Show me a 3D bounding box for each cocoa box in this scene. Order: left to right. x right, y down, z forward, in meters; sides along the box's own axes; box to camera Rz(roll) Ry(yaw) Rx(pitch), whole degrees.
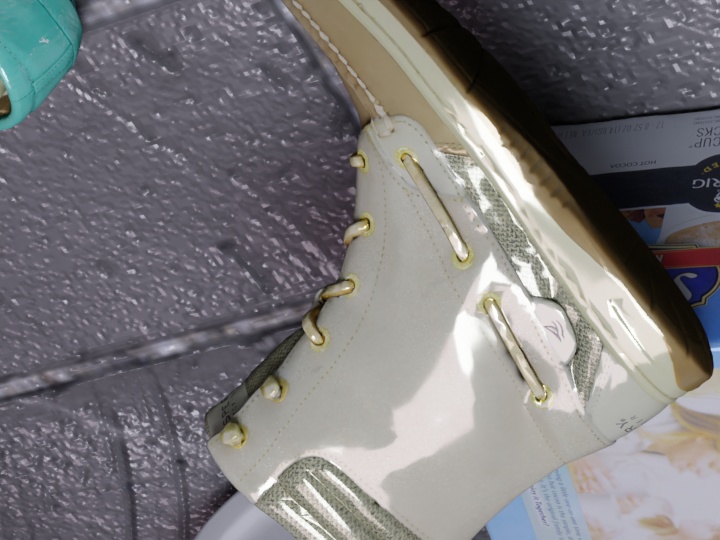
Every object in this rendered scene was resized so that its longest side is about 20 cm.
[{"bbox_3d":[0.121,0.057,0.966,0.133,0.132,0.201,-4,131,21],"label":"cocoa box"}]

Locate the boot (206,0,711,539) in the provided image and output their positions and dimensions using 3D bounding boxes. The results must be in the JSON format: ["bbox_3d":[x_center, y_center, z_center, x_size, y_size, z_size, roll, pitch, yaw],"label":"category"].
[{"bbox_3d":[0.000,0.000,0.843,0.155,0.072,0.200,-40,87,17],"label":"boot"}]

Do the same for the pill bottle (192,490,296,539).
[{"bbox_3d":[0.015,0.188,1.134,0.119,0.120,0.200,-21,123,33],"label":"pill bottle"}]

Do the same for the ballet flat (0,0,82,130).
[{"bbox_3d":[-0.208,-0.088,0.975,0.199,0.071,0.068,4,134,14],"label":"ballet flat"}]
